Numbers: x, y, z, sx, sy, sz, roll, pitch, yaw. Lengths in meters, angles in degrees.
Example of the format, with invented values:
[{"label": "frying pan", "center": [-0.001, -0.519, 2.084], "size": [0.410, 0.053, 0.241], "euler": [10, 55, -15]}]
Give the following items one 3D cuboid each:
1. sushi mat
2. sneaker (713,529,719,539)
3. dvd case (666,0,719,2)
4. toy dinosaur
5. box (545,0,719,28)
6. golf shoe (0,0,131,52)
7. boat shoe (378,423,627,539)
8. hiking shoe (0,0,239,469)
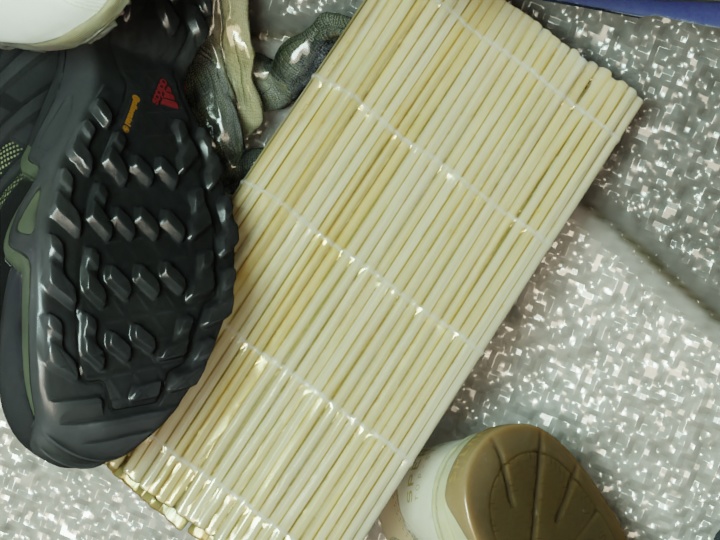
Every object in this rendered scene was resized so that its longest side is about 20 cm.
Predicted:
[{"label": "sushi mat", "center": [0.000, 0.000, 0.868], "size": [0.095, 0.012, 0.201], "euler": [34, 83, -3]}, {"label": "sneaker", "center": [0.114, 0.112, 0.858], "size": [0.078, 0.199, 0.141], "euler": [-5, 80, 53]}, {"label": "dvd case", "center": [0.114, -0.148, 0.806], "size": [0.199, 0.022, 0.147], "euler": [1, 119, -11]}, {"label": "toy dinosaur", "center": [-0.037, -0.055, 0.901], "size": [0.088, 0.047, 0.201], "euler": [18, 102, 14]}, {"label": "box", "center": [0.034, -0.150, 0.849], "size": [0.199, 0.032, 0.122], "euler": [10, 98, -6]}, {"label": "golf shoe", "center": [-0.150, -0.127, 0.824], "size": [0.200, 0.092, 0.073], "euler": [32, 97, 30]}, {"label": "boat shoe", "center": [0.074, 0.139, 0.916], "size": [0.065, 0.072, 0.200], "euler": [-14, 115, 50]}, {"label": "hiking shoe", "center": [-0.095, -0.024, 0.865], "size": [0.075, 0.201, 0.100], "euler": [21, 147, -34]}]
